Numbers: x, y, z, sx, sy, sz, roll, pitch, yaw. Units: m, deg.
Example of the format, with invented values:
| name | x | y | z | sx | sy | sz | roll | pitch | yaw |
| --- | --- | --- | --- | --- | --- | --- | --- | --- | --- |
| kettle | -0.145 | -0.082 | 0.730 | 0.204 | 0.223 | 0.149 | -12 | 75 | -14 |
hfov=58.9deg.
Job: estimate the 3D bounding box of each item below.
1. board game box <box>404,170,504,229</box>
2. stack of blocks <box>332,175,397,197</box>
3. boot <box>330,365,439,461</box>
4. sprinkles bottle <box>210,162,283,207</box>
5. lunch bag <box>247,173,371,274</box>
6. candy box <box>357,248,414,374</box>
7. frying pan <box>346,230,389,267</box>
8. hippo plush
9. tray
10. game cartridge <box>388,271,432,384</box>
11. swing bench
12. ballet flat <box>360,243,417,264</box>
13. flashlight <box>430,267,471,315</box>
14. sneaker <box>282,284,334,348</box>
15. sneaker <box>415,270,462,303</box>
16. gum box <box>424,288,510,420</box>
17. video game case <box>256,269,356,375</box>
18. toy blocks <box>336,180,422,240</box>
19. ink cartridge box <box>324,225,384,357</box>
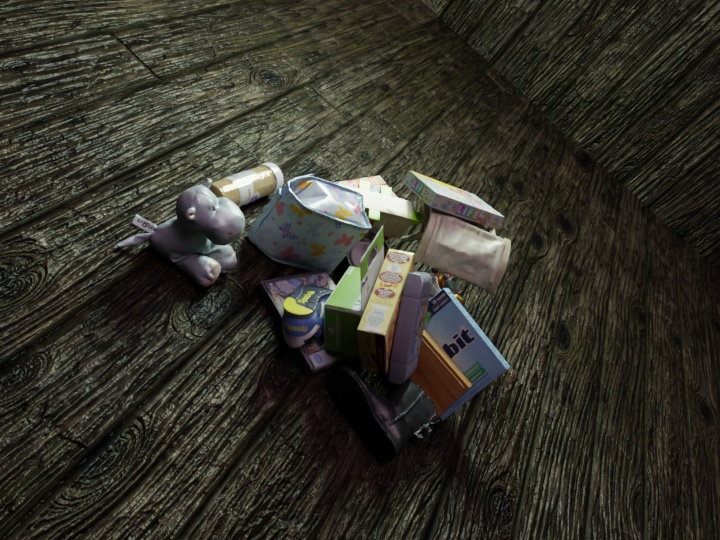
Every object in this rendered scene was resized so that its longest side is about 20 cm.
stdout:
| name | x | y | z | sx | sy | sz | roll | pitch | yaw |
| --- | --- | --- | --- | --- | --- | --- | --- | --- | --- |
| board game box | 0.210 | -0.158 | 1.438 | 0.198 | 0.034 | 0.135 | 15 | 22 | -31 |
| stack of blocks | 0.008 | -0.162 | 1.559 | 0.199 | 0.059 | 0.116 | -18 | 66 | -50 |
| boot | 0.050 | 0.240 | 1.178 | 0.199 | 0.073 | 0.162 | 53 | 37 | 10 |
| sprinkles bottle | -0.243 | -0.171 | 1.325 | 0.068 | 0.068 | 0.200 | 47 | 37 | 7 |
| lunch bag | -0.107 | -0.100 | 1.293 | 0.198 | 0.170 | 0.128 | 13 | 46 | -33 |
| candy box | 0.050 | 0.072 | 1.171 | 0.055 | 0.116 | 0.201 | 12 | 49 | 14 |
| frying pan | 0.015 | 0.003 | 1.358 | 0.114 | 0.031 | 0.192 | 14 | 64 | -24 |
| hippo plush | -0.284 | -0.091 | 1.125 | 0.199 | 0.161 | 0.160 | 30 | 38 | -17 |
| tray | 0.116 | 0.183 | 1.259 | 0.200 | 0.099 | 0.037 | 49 | 16 | 16 |
| game cartridge | 0.093 | 0.104 | 1.178 | 0.041 | 0.203 | 0.133 | 11 | 4 | 10 |
| swing bench | 0.216 | -0.064 | 1.441 | 0.197 | 0.131 | 0.200 | 23 | 14 | -11 |
| ballet flat | 0.058 | -0.019 | 1.468 | 0.198 | 0.075 | 0.065 | 7 | 79 | -33 |
| flashlight | 0.225 | 0.063 | 1.536 | 0.067 | 0.068 | 0.202 | -6 | 57 | -15 |
| sneaker | -0.095 | 0.078 | 1.171 | 0.073 | 0.083 | 0.200 | 10 | 15 | 15 |
| sneaker | 0.140 | 0.031 | 1.389 | 0.200 | 0.082 | 0.078 | 43 | 7 | 22 |
| gum box | 0.170 | 0.167 | 1.280 | 0.201 | 0.170 | 0.044 | 53 | 16 | 15 |
| video game case | -0.085 | 0.093 | 1.240 | 0.180 | 0.026 | 0.201 | -11 | 61 | -48 |
| toy blocks | 0.023 | -0.110 | 1.434 | 0.198 | 0.137 | 0.101 | 12 | 54 | -12 |
| ink cartridge box | -0.010 | 0.031 | 1.177 | 0.075 | 0.202 | 0.148 | 9 | 32 | 16 |
